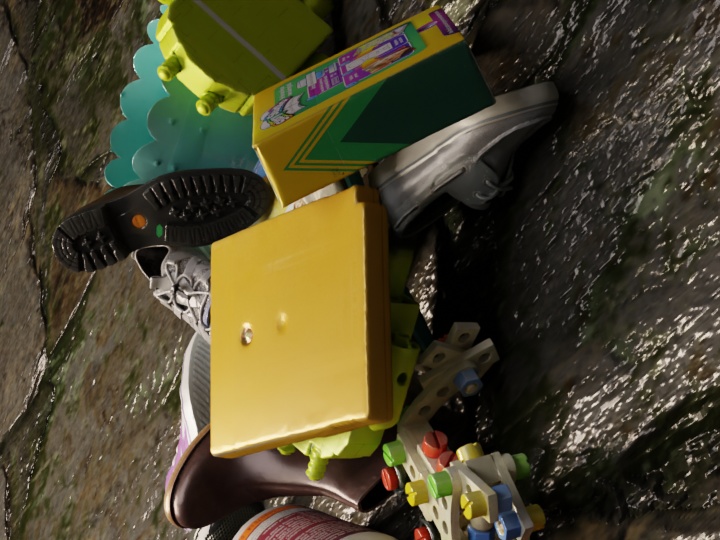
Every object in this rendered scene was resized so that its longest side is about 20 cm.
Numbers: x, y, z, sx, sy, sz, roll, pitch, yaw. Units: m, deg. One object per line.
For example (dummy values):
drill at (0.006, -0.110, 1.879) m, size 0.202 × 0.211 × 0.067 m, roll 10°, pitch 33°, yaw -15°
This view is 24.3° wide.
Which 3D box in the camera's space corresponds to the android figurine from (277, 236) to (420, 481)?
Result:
android figurine at (-0.018, 0.060, 1.273) m, size 0.182 × 0.041 × 0.200 m, roll 37°, pitch 114°, yaw 50°

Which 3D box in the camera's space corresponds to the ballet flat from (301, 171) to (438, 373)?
ballet flat at (-0.002, 0.000, 1.339) m, size 0.069 × 0.069 × 0.200 m, roll -32°, pitch 78°, yaw 52°

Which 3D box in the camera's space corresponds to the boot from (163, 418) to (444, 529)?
boot at (-0.049, 0.156, 1.332) m, size 0.200 × 0.072 × 0.166 m, roll -39°, pitch 32°, yaw -17°

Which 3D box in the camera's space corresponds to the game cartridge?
game cartridge at (-0.047, 0.042, 1.259) m, size 0.200 × 0.032 × 0.176 m, roll -18°, pitch 68°, yaw 48°

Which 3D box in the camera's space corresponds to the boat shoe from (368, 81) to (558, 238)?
boat shoe at (0.087, -0.081, 1.292) m, size 0.201 × 0.070 × 0.072 m, roll -30°, pitch 79°, yaw 46°

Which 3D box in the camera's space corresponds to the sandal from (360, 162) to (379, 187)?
sandal at (0.000, 0.000, 1.421) m, size 0.082 × 0.055 × 0.200 m, roll 18°, pitch 111°, yaw 52°

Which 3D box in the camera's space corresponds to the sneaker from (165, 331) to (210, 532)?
sneaker at (-0.157, 0.154, 1.616) m, size 0.114 × 0.073 × 0.201 m, roll -31°, pitch 54°, yaw 56°

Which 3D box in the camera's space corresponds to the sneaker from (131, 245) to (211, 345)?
sneaker at (-0.150, 0.025, 1.500) m, size 0.200 × 0.082 × 0.075 m, roll 35°, pitch 111°, yaw 57°

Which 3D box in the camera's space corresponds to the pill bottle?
pill bottle at (-0.017, 0.252, 1.291) m, size 0.200 × 0.114 × 0.114 m, roll 4°, pitch 84°, yaw 61°

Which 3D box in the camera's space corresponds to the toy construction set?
toy construction set at (0.068, 0.136, 1.209) m, size 0.200 × 0.092 × 0.131 m, roll -101°, pitch 11°, yaw -47°

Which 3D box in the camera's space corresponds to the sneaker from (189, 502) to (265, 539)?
sneaker at (-0.113, 0.295, 1.487) m, size 0.114 × 0.076 × 0.200 m, roll 40°, pitch 117°, yaw 55°

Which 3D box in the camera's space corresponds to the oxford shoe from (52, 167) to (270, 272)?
oxford shoe at (-0.177, -0.059, 1.515) m, size 0.084 × 0.200 × 0.073 m, roll -78°, pitch -24°, yaw -69°

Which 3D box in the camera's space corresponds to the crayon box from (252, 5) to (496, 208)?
crayon box at (0.004, -0.131, 1.285) m, size 0.172 × 0.058 × 0.200 m, roll -27°, pitch 16°, yaw 5°

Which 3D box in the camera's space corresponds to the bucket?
bucket at (-0.156, -0.143, 1.620) m, size 0.207 × 0.135 × 0.207 m, roll -164°, pitch 90°, yaw -72°

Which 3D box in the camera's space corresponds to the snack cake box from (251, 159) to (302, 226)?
snack cake box at (-0.071, -0.027, 1.532) m, size 0.200 × 0.067 × 0.115 m, roll -58°, pitch 34°, yaw 32°

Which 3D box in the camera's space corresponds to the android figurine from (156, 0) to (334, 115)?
android figurine at (-0.108, -0.218, 1.531) m, size 0.200 × 0.182 × 0.041 m, roll -54°, pitch 7°, yaw -38°
